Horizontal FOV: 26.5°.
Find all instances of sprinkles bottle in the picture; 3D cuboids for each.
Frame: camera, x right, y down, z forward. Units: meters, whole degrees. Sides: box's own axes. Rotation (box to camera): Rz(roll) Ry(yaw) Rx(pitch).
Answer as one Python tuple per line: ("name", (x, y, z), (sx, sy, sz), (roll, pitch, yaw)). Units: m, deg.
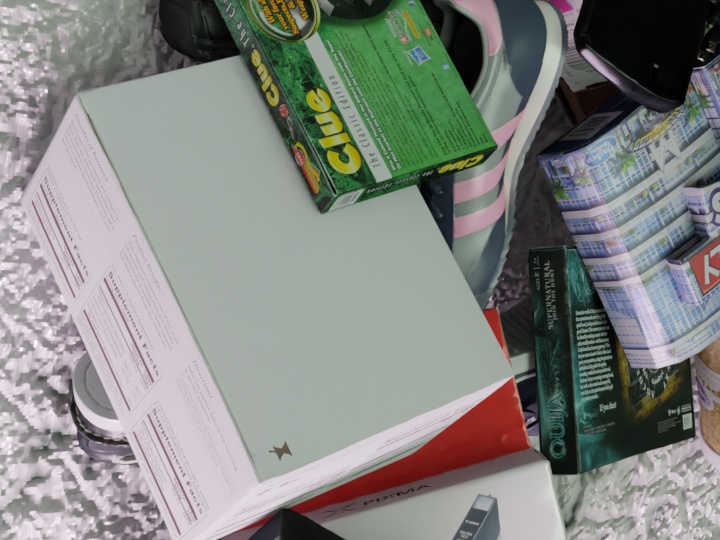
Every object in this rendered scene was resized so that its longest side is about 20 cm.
("sprinkles bottle", (0.275, 0.075, 1.105), (0.068, 0.068, 0.201), (-46, 147, -18))

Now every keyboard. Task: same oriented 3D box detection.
("keyboard", (0.175, -0.167, 0.892), (0.104, 0.040, 0.201), (33, 55, -15))

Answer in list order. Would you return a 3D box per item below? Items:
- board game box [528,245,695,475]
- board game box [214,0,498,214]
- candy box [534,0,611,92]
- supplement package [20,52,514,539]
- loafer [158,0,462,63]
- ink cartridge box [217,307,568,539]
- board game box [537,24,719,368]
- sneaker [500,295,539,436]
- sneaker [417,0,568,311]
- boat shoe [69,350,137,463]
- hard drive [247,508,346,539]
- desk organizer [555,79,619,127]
("board game box", (0.166, 0.051, 0.983), (0.199, 0.028, 0.137), (-1, 87, -58))
("board game box", (-0.018, -0.131, 0.761), (0.104, 0.023, 0.202), (-16, 73, -34))
("candy box", (0.104, -0.215, 0.878), (0.199, 0.061, 0.138), (34, 57, -41))
("supplement package", (-0.049, 0.007, 0.756), (0.155, 0.111, 0.202), (-18, 75, -34))
("loafer", (-0.015, -0.152, 0.825), (0.199, 0.068, 0.071), (-8, 117, -34))
("ink cartridge box", (0.010, 0.133, 0.865), (0.198, 0.045, 0.178), (-15, 95, -3))
("board game box", (0.229, -0.035, 0.935), (0.199, 0.061, 0.201), (-37, 110, -26))
("sneaker", (0.097, 0.070, 0.973), (0.199, 0.078, 0.080), (-15, 113, -48))
("sneaker", (0.046, -0.059, 0.841), (0.081, 0.070, 0.202), (11, 97, -36))
("boat shoe", (-0.069, 0.045, 0.846), (0.198, 0.076, 0.061), (-18, 149, -24))
("hard drive", (-0.045, 0.218, 0.807), (0.139, 0.033, 0.200), (33, 121, -20))
("desk organizer", (0.213, -0.178, 1.000), (0.200, 0.077, 0.072), (-48, 129, -17))
